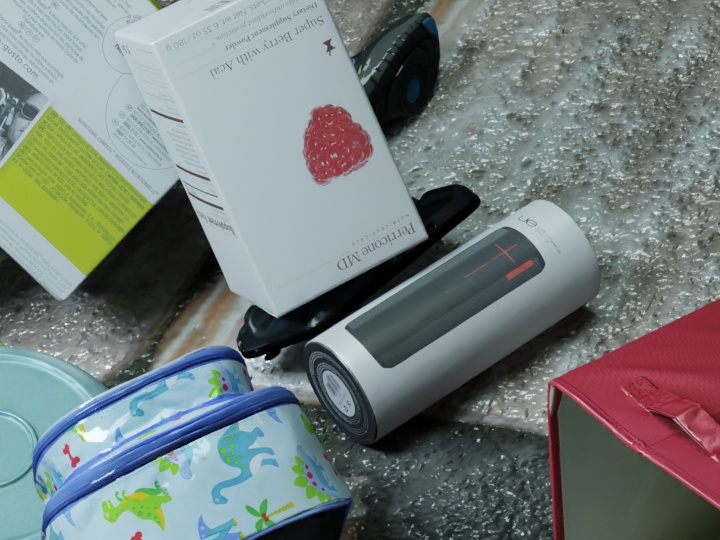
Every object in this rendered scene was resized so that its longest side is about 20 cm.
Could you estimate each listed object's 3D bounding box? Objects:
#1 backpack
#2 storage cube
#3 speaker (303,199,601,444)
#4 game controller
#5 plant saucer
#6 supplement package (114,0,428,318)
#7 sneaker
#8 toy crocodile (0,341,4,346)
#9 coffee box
[{"bbox_3d":[-0.105,0.134,1.475,0.183,0.200,0.147,-25,80,-15],"label":"backpack"},{"bbox_3d":[0.226,0.134,1.407,0.179,0.201,0.171,-24,36,-24],"label":"storage cube"},{"bbox_3d":[0.063,0.033,1.685,0.200,0.081,0.081,-31,40,-23],"label":"speaker"},{"bbox_3d":[0.000,0.000,1.745,0.104,0.042,0.200,-8,23,46],"label":"game controller"},{"bbox_3d":[-0.243,0.123,1.660,0.199,0.027,0.201,2,49,-2],"label":"plant saucer"},{"bbox_3d":[-0.059,-0.090,1.675,0.121,0.201,0.120,-28,15,-12],"label":"supplement package"},{"bbox_3d":[-0.009,-0.137,1.936,0.082,0.073,0.200,13,44,32],"label":"sneaker"},{"bbox_3d":[-0.316,0.110,1.729,0.068,0.062,0.200,45,59,12],"label":"toy crocodile"},{"bbox_3d":[-0.231,-0.133,1.785,0.198,0.200,0.200,-47,23,-2],"label":"coffee box"}]
